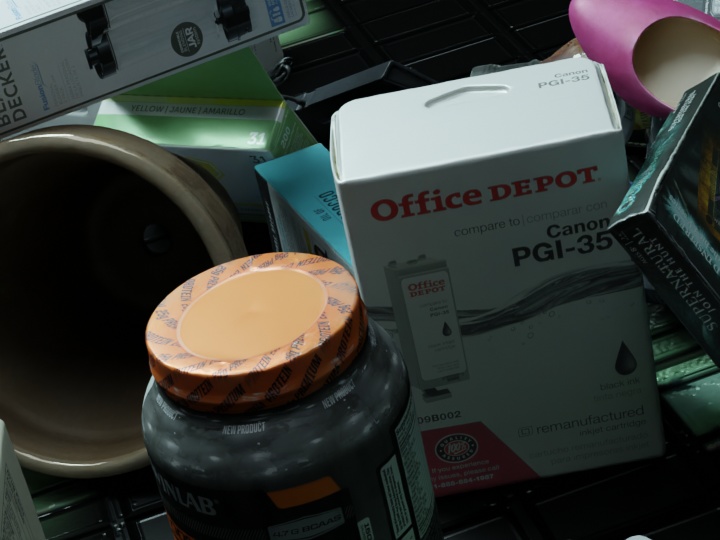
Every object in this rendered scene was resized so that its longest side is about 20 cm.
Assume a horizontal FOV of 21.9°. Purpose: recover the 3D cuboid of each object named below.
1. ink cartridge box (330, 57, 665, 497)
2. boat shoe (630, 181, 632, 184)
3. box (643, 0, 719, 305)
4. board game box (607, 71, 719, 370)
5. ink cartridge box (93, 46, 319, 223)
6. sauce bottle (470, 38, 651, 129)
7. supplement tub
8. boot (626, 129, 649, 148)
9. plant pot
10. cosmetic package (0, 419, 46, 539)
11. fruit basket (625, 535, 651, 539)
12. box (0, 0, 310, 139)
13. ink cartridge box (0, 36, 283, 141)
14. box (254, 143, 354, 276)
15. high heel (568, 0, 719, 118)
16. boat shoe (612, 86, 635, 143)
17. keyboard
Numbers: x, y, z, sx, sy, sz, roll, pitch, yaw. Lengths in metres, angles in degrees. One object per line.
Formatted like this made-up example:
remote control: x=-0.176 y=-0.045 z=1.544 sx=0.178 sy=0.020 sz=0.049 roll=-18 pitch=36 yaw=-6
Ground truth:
ink cartridge box: x=0.072 y=0.007 z=0.963 sx=0.146 sy=0.201 sz=0.083 roll=-10 pitch=31 yaw=4
boat shoe: x=0.109 y=-0.045 z=1.164 sx=0.199 sy=0.069 sz=0.084 roll=12 pitch=39 yaw=36
box: x=0.244 y=-0.076 z=1.052 sx=0.157 sy=0.201 sz=0.051 roll=3 pitch=-9 yaw=19
board game box: x=0.209 y=0.015 z=0.917 sx=0.028 sy=0.200 sz=0.135 roll=-30 pitch=15 yaw=40
ink cartridge box: x=-0.114 y=-0.098 z=1.214 sx=0.145 sy=0.200 sz=0.048 roll=4 pitch=65 yaw=26
sauce bottle: x=0.168 y=-0.118 z=1.147 sx=0.199 sy=0.066 sz=0.066 roll=-7 pitch=31 yaw=19
supplement tub: x=-0.028 y=0.101 z=0.848 sx=0.122 sy=0.201 sz=0.123 roll=-10 pitch=30 yaw=6
boot: x=0.212 y=-0.087 z=1.194 sx=0.202 sy=0.074 sz=0.154 roll=-3 pitch=35 yaw=19
plant pot: x=-0.144 y=-0.001 z=1.098 sx=0.199 sy=0.202 sz=0.175 roll=-4 pitch=15 yaw=14
cosmetic package: x=-0.195 y=0.173 z=0.891 sx=0.071 sy=0.106 sz=0.200 roll=-13 pitch=29 yaw=0
fruit basket: x=0.144 y=0.192 z=0.742 sx=0.199 sy=0.094 sz=0.185 roll=19 pitch=43 yaw=37
box: x=-0.143 y=-0.153 z=1.067 sx=0.199 sy=0.060 sz=0.117 roll=-22 pitch=33 yaw=-12
ink cartridge box: x=-0.173 y=-0.156 z=1.437 sx=0.145 sy=0.084 sz=0.200 roll=5 pitch=35 yaw=28
box: x=0.000 y=0.000 z=1.120 sx=0.049 sy=0.083 sz=0.200 roll=-21 pitch=32 yaw=-16
high heel: x=0.190 y=-0.102 z=0.992 sx=0.200 sy=0.096 sz=0.067 roll=42 pitch=91 yaw=18
boat shoe: x=0.071 y=-0.059 z=1.105 sx=0.200 sy=0.071 sz=0.072 roll=-42 pitch=49 yaw=34
keyboard: x=-0.026 y=-0.112 z=1.236 sx=0.127 sy=0.021 sz=0.200 roll=17 pitch=-15 yaw=-29
